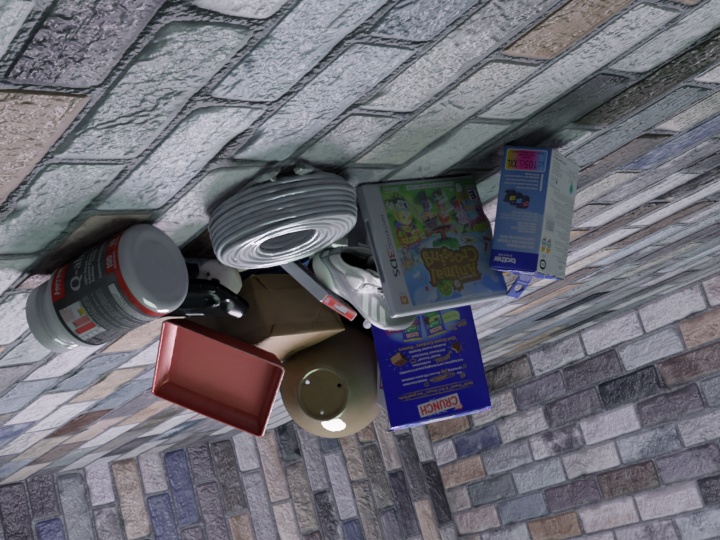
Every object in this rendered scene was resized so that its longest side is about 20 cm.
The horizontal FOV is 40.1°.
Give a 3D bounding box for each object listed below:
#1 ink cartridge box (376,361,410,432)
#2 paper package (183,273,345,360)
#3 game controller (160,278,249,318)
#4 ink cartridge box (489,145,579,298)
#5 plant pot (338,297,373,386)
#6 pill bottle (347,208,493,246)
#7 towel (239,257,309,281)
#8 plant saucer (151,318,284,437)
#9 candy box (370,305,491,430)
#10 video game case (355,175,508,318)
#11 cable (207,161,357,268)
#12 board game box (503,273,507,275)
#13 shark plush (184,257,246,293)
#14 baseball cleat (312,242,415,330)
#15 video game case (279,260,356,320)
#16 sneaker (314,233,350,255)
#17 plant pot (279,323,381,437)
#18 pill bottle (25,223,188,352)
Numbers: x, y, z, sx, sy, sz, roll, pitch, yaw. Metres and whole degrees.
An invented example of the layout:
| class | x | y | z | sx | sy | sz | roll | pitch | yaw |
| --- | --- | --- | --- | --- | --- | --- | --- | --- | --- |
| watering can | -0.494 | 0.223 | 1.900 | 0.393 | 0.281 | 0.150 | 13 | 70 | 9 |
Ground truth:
| class | x | y | z | sx | sy | sz | roll | pitch | yaw |
| --- | --- | --- | --- | --- | --- | --- | --- | --- | --- |
| ink cartridge box | 0.071 | 0.170 | 1.702 | 0.037 | 0.204 | 0.094 | 4 | -174 | 44 |
| paper package | -0.159 | 0.087 | 1.614 | 0.199 | 0.105 | 0.189 | -30 | 162 | 39 |
| game controller | -0.255 | 0.041 | 1.408 | 0.197 | 0.043 | 0.104 | -1 | 164 | 32 |
| ink cartridge box | 0.243 | -0.062 | 1.381 | 0.075 | 0.204 | 0.136 | 5 | 178 | 29 |
| plant pot | 0.001 | 0.111 | 1.843 | 0.197 | 0.203 | 0.176 | -18 | -179 | 8 |
| pill bottle | 0.086 | -0.042 | 1.446 | 0.196 | 0.114 | 0.112 | 3 | 160 | -20 |
| towel | -0.158 | 0.028 | 1.654 | 0.144 | 0.024 | 0.200 | -15 | 166 | -12 |
| plant saucer | -0.222 | 0.162 | 1.543 | 0.197 | 0.037 | 0.201 | 21 | 137 | 0 |
| candy box | 0.111 | 0.141 | 1.586 | 0.166 | 0.204 | 0.077 | -12 | 166 | 7 |
| video game case | 0.101 | -0.038 | 1.360 | 0.197 | 0.185 | 0.022 | -8 | 166 | -33 |
| cable | -0.096 | -0.063 | 1.267 | 0.198 | 0.070 | 0.198 | -26 | 164 | 34 |
| board game box | 0.130 | 0.018 | 1.627 | 0.151 | 0.041 | 0.200 | -4 | 164 | -28 |
| shark plush | -0.233 | 0.016 | 1.436 | 0.082 | 0.093 | 0.199 | 11 | -178 | 22 |
| baseball cleat | 0.025 | 0.027 | 1.378 | 0.198 | 0.071 | 0.106 | 29 | 152 | -34 |
| video game case | -0.080 | 0.010 | 1.452 | 0.018 | 0.143 | 0.200 | -49 | 164 | 0 |
| sneaker | 0.000 | 0.000 | 1.494 | 0.198 | 0.101 | 0.074 | 26 | 146 | -32 |
| plant pot | -0.055 | 0.200 | 1.701 | 0.197 | 0.204 | 0.134 | -18 | -179 | 9 |
| pill bottle | -0.325 | 0.029 | 1.254 | 0.198 | 0.118 | 0.115 | -24 | 165 | 27 |
